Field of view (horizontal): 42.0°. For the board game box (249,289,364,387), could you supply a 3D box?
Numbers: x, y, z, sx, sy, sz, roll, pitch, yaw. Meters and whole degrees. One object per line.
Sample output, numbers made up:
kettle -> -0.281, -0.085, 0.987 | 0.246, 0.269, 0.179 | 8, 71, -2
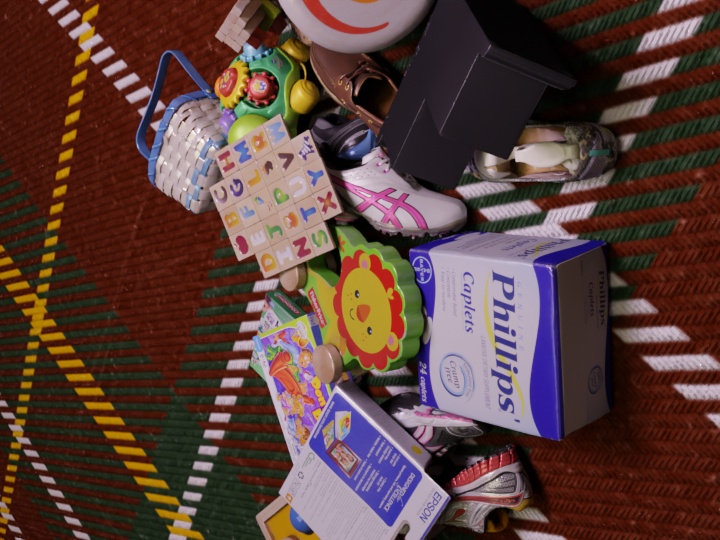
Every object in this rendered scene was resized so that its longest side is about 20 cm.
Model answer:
board game box -> -0.081, 0.139, 1.352 | 0.199, 0.029, 0.136 | 39, 128, 33

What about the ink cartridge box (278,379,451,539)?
ink cartridge box -> 0.007, 0.275, 1.171 | 0.199, 0.047, 0.199 | 40, 119, 22

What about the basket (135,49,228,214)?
basket -> -0.245, -0.190, 1.349 | 0.200, 0.138, 0.177 | 44, 129, 18

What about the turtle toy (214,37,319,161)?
turtle toy -> -0.131, -0.212, 1.211 | 0.146, 0.100, 0.202 | -41, 48, 37

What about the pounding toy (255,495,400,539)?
pounding toy -> -0.063, 0.401, 1.324 | 0.200, 0.141, 0.186 | -45, 68, 43

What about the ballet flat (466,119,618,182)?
ballet flat -> 0.169, -0.125, 0.980 | 0.198, 0.071, 0.073 | 5, 105, 46

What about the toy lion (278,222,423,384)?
toy lion -> -0.005, 0.030, 1.098 | 0.192, 0.068, 0.202 | -45, 61, 47

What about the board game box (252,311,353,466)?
board game box -> -0.066, 0.167, 1.290 | 0.134, 0.044, 0.203 | -24, 83, 47

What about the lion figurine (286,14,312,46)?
lion figurine -> -0.079, -0.363, 1.114 | 0.072, 0.200, 0.124 | 18, 81, 34

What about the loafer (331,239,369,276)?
loafer -> 0.000, 0.000, 1.191 | 0.198, 0.075, 0.071 | 9, 112, 45

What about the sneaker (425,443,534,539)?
sneaker -> 0.130, 0.288, 1.133 | 0.200, 0.077, 0.083 | -46, 69, 44

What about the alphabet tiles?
alphabet tiles -> -0.105, -0.086, 1.125 | 0.198, 0.006, 0.169 | -21, 92, 43

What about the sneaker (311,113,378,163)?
sneaker -> -0.042, -0.156, 1.209 | 0.198, 0.070, 0.084 | -8, 73, 50

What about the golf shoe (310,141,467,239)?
golf shoe -> 0.030, -0.093, 1.091 | 0.197, 0.073, 0.094 | 12, 111, 11

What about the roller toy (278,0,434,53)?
roller toy -> -0.005, -0.329, 1.003 | 0.140, 0.197, 0.185 | -110, 39, -69

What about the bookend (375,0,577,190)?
bookend -> 0.103, -0.157, 0.936 | 0.201, 0.091, 0.201 | -101, 32, -57

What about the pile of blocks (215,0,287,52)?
pile of blocks -> -0.117, -0.327, 1.176 | 0.062, 0.201, 0.082 | 36, 117, -13

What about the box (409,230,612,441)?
box -> 0.161, 0.062, 1.016 | 0.198, 0.104, 0.187 | 7, 106, 45

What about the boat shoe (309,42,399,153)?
boat shoe -> 0.008, -0.218, 1.108 | 0.201, 0.072, 0.068 | 50, 177, 20

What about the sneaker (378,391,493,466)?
sneaker -> 0.097, 0.198, 1.159 | 0.199, 0.080, 0.087 | -12, 105, 56
